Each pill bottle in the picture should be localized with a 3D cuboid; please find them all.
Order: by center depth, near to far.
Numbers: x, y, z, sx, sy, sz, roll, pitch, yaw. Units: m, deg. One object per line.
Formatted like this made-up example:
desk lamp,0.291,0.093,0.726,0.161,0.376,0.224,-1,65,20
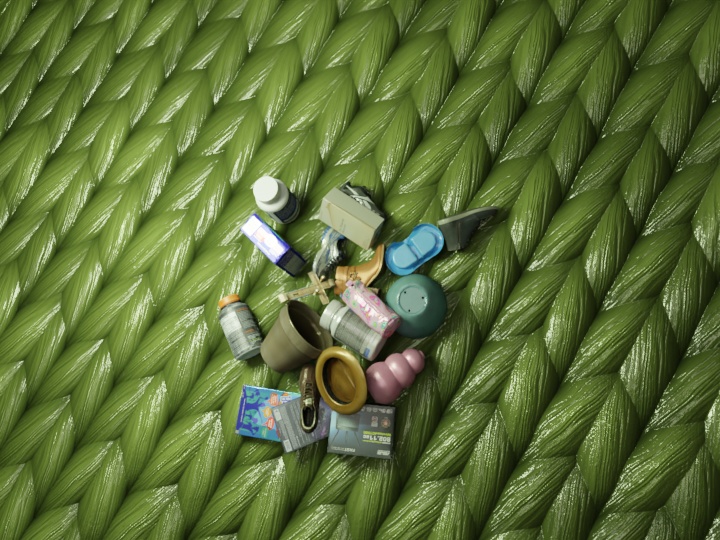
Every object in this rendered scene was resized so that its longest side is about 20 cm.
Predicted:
pill bottle,-0.021,0.181,1.672,0.199,0.114,0.114,31,85,14
pill bottle,-0.390,0.179,1.744,0.105,0.106,0.202,-28,75,4
pill bottle,-0.276,-0.232,1.760,0.110,0.200,0.113,-2,78,9

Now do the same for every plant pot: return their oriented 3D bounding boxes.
plant pot,0.163,0.100,1.644,0.197,0.135,0.203,-2,78,10
plant pot,-0.212,0.222,1.673,0.173,0.200,0.201,-41,74,16

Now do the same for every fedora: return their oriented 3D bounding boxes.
fedora,-0.042,0.316,1.582,0.199,0.081,0.203,5,99,34

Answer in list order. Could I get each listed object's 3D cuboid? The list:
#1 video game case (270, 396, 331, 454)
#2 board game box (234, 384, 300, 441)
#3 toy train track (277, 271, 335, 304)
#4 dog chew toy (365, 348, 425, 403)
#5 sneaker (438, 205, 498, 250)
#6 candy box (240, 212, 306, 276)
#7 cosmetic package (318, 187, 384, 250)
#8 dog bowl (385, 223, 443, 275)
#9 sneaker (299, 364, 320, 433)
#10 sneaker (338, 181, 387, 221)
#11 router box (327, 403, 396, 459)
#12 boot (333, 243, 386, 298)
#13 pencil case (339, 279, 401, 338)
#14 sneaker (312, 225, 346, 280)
video game case,-0.159,0.455,1.655,0.198,0.019,0.144,-19,82,-12
board game box,-0.284,0.451,1.699,0.197,0.045,0.154,6,79,10
toy train track,-0.159,0.058,1.659,0.198,0.033,0.116,-18,71,-34
dog chew toy,0.108,0.309,1.624,0.199,0.125,0.125,-34,74,-7
sneaker,0.347,-0.135,1.700,0.198,0.075,0.107,-18,97,-6
candy box,-0.274,-0.078,1.728,0.169,0.200,0.077,44,87,14
cosmetic package,-0.030,-0.165,1.735,0.199,0.104,0.073,32,52,11
dog bowl,0.171,-0.062,1.715,0.199,0.050,0.112,-36,77,-3
sneaker,-0.148,0.384,1.622,0.070,0.076,0.203,-1,80,-7
sneaker,0.011,-0.232,1.777,0.199,0.067,0.091,30,77,12
router box,0.004,0.474,1.618,0.197,0.062,0.152,5,80,2
boot,0.000,0.000,1.729,0.153,0.074,0.202,10,78,16
pencil case,0.030,0.112,1.614,0.088,0.087,0.200,-46,63,-2
sneaker,-0.099,-0.042,1.755,0.084,0.077,0.202,16,82,9
